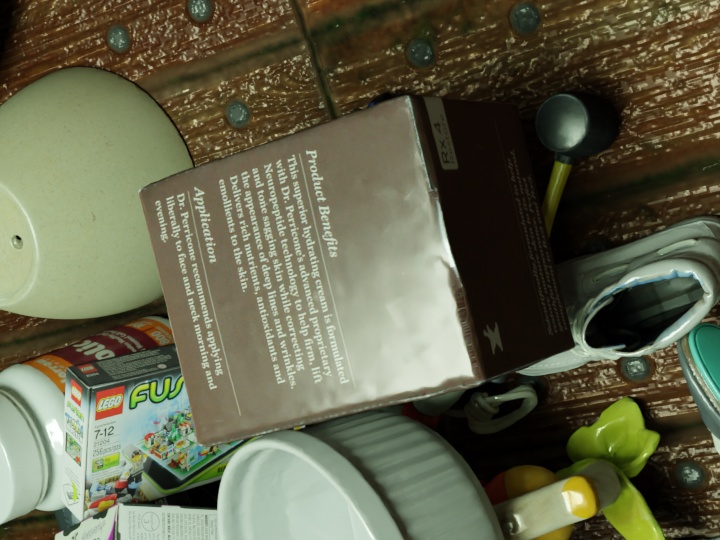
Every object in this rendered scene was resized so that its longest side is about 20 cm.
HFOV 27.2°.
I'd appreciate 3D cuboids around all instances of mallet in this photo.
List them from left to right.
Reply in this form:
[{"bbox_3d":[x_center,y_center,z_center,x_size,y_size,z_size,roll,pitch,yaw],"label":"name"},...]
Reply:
[{"bbox_3d":[0.123,-0.023,0.991,0.041,0.066,0.202,23,112,25],"label":"mallet"}]

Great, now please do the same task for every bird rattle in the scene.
[{"bbox_3d":[0.112,0.159,1.022,0.198,0.163,0.114,-13,82,18],"label":"bird rattle"}]

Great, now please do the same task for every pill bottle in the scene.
[{"bbox_3d":[-0.219,0.115,1.153,0.113,0.199,0.116,15,114,37],"label":"pill bottle"}]

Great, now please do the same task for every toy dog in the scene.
[{"bbox_3d":[0.020,0.096,1.088,0.200,0.131,0.097,-41,55,26],"label":"toy dog"}]

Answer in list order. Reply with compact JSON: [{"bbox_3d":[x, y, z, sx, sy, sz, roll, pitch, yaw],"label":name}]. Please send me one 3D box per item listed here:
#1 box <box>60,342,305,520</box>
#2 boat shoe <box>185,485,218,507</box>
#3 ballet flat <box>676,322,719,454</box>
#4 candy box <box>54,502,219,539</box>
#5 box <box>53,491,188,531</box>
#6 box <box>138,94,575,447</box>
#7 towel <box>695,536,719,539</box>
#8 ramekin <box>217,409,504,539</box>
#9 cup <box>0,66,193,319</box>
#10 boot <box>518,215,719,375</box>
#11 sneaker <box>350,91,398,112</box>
[{"bbox_3d":[-0.127,0.107,1.112,0.035,0.198,0.111,32,124,44],"label":"box"},{"bbox_3d":[-0.081,0.240,1.209,0.066,0.074,0.200,-41,74,19],"label":"boat shoe"},{"bbox_3d":[0.274,0.116,0.966,0.199,0.073,0.073,37,122,3],"label":"ballet flat"},{"bbox_3d":[-0.108,0.212,1.082,0.136,0.198,0.062,-31,56,54],"label":"candy box"},{"bbox_3d":[-0.188,0.243,1.237,0.199,0.043,0.162,5,113,56],"label":"box"},{"bbox_3d":[0.000,0.000,0.922,0.198,0.164,0.168,-15,87,27],"label":"box"},{"bbox_3d":[0.190,0.287,1.066,0.198,0.085,0.167,-16,98,33],"label":"towel"},{"bbox_3d":[0.005,0.187,0.957,0.199,0.104,0.203,27,126,44],"label":"ramekin"},{"bbox_3d":[-0.243,-0.043,1.154,0.198,0.143,0.203,10,113,25],"label":"cup"},{"bbox_3d":[0.156,0.027,0.984,0.199,0.095,0.074,-31,92,34],"label":"boot"},{"bbox_3d":[0.015,-0.058,1.050,0.198,0.080,0.116,-27,87,30],"label":"sneaker"}]
